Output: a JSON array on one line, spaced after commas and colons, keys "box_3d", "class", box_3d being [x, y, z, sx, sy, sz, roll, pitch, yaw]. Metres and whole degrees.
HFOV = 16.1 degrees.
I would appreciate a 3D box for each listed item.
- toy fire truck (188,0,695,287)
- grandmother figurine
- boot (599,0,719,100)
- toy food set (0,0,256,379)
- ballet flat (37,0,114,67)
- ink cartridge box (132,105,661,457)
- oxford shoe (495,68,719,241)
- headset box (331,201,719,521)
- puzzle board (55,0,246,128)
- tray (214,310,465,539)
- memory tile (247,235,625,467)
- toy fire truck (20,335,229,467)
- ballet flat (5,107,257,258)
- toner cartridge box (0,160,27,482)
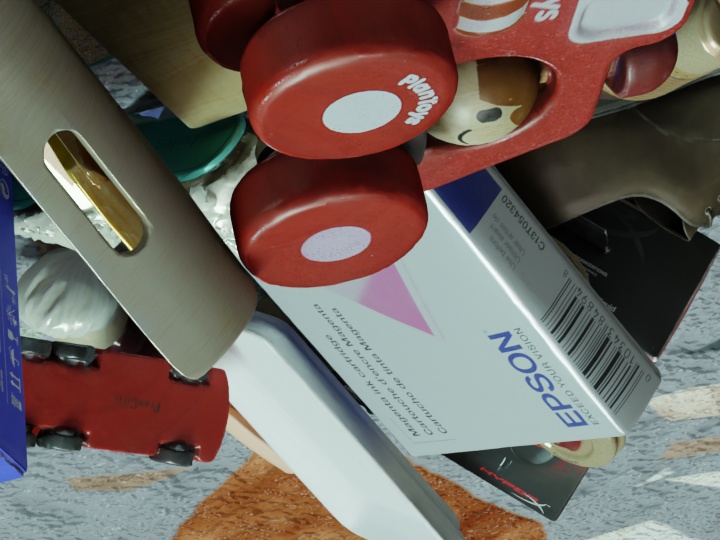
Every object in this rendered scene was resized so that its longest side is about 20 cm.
[{"box_3d": [0.034, -0.082, 0.843, 0.167, 0.113, 0.200, -7, 152, -9], "class": "toy fire truck"}, {"box_3d": [-0.088, 0.044, 1.269, 0.200, 0.061, 0.121, 29, 155, -38], "class": "grandmother figurine"}, {"box_3d": [0.137, -0.132, 1.004, 0.200, 0.073, 0.166, -37, -160, -28], "class": "boot"}, {"box_3d": [-0.115, -0.049, 0.881, 0.060, 0.200, 0.144, -38, 115, -1], "class": "toy food set"}, {"box_3d": [-0.179, -0.108, 0.980, 0.199, 0.068, 0.067, -7, 138, -4], "class": "ballet flat"}, {"box_3d": [0.000, 0.000, 1.088, 0.199, 0.043, 0.197, -13, 125, 51], "class": "ink cartridge box"}, {"box_3d": [0.147, -0.059, 1.102, 0.199, 0.085, 0.073, -14, -172, -18], "class": "oxford shoe"}, {"box_3d": [0.069, 0.014, 1.186, 0.148, 0.075, 0.200, 31, 149, 5], "class": "headset box"}, {"box_3d": [-0.008, -0.120, 0.894, 0.199, 0.017, 0.151, -19, 149, 18], "class": "puzzle board"}, {"box_3d": [-0.019, 0.074, 1.203, 0.107, 0.022, 0.200, 15, 152, 49], "class": "tray"}, {"box_3d": [0.022, 0.016, 1.142, 0.199, 0.017, 0.154, 18, 145, 29], "class": "memory tile"}, {"box_3d": [-0.175, 0.050, 1.165, 0.199, 0.049, 0.141, 11, 178, -42], "class": "toy fire truck"}, {"box_3d": [-0.102, -0.030, 1.051, 0.199, 0.072, 0.072, 8, 169, 45], "class": "ballet flat"}, {"box_3d": [-0.189, -0.005, 1.019, 0.094, 0.201, 0.043, -14, 151, 12], "class": "toner cartridge box"}]
